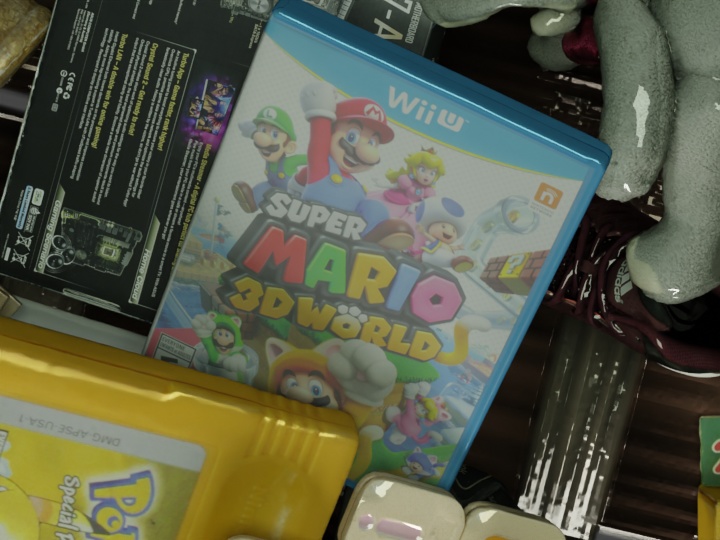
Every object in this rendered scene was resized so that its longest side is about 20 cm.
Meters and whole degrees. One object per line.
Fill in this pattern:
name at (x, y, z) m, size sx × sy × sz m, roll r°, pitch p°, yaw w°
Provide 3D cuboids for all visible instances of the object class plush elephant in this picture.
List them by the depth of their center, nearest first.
plush elephant at (0.112, -0.112, 1.131) m, size 0.155 × 0.200 × 0.165 m, roll 25°, pitch 55°, yaw 32°

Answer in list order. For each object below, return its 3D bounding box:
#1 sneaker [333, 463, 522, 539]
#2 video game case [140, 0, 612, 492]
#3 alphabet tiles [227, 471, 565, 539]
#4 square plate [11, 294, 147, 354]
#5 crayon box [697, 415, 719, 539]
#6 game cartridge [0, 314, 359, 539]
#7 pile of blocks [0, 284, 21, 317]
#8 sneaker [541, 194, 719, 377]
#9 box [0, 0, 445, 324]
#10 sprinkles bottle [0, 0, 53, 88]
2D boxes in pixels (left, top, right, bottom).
sneaker at (0.031, 0.182, 1.221) m, size 0.114 × 0.076 × 0.200 m, roll 14°, pitch 89°, yaw 2°
video game case at (0.000, 0.000, 1.125) m, size 0.143 × 0.018 × 0.200 m, roll 26°, pitch 126°, yaw 3°
alphabet tiles at (0.010, 0.186, 1.173) m, size 0.195 × 0.015 × 0.200 m, roll 16°, pitch 103°, yaw -23°
square plate at (-0.196, 0.099, 1.225) m, size 0.200 × 0.028 × 0.198 m, roll 19°, pitch 93°, yaw -5°
crayon box at (0.216, 0.164, 1.244) m, size 0.127 × 0.051 × 0.200 m, roll -3°, pitch 95°, yaw -3°
game cartridge at (-0.122, 0.114, 1.149) m, size 0.200 × 0.032 × 0.176 m, roll 16°, pitch 111°, yaw -12°
pile of blocks at (-0.166, 0.051, 1.177) m, size 0.200 × 0.062 × 0.082 m, roll 39°, pitch 92°, yaw -6°
sneaker at (0.094, -0.012, 1.189) m, size 0.200 × 0.116 × 0.076 m, roll 23°, pitch 93°, yaw -5°
box at (-0.057, -0.072, 1.184) m, size 0.160 × 0.044 × 0.200 m, roll 17°, pitch 100°, yaw 8°
sprinkles bottle at (-0.225, -0.149, 1.182) m, size 0.200 × 0.068 × 0.068 m, roll 42°, pitch 91°, yaw -6°
